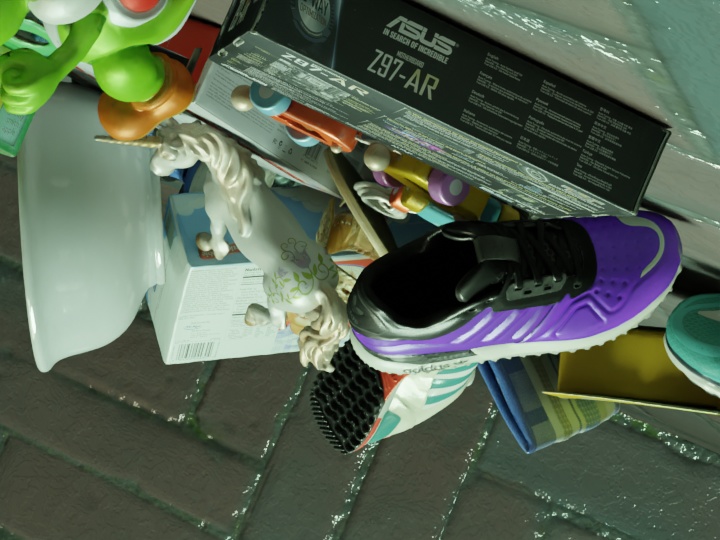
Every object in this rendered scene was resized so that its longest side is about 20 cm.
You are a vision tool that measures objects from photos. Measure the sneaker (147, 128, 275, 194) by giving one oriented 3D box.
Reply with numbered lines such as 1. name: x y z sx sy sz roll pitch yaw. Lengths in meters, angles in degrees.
1. sneaker: -0.129 -0.085 1.557 0.110 0.077 0.200 20 -163 5

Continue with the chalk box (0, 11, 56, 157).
1. chalk box: -0.253 -0.151 1.245 0.199 0.125 0.124 22 176 32

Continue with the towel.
1. towel: 0.122 0.052 1.504 0.148 0.024 0.200 64 -156 6

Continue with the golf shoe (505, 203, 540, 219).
1. golf shoe: 0.136 -0.010 1.371 0.087 0.078 0.200 -4 170 4

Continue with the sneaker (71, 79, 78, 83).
1. sneaker: -0.182 -0.102 1.666 0.087 0.076 0.201 18 -153 -21

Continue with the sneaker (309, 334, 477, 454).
1. sneaker: 0.049 0.045 1.377 0.093 0.200 0.071 -15 -116 -45

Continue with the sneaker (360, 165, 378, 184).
1. sneaker: 0.008 -0.034 1.570 0.073 0.083 0.200 21 172 21

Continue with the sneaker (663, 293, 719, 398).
1. sneaker: 0.278 0.048 1.296 0.199 0.078 0.080 16 153 34

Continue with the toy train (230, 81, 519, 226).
1. toy train: 0.021 -0.073 1.224 0.149 0.056 0.200 25 175 27

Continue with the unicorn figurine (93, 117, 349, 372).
1. unicorn figurine: -0.073 -0.029 1.340 0.199 0.074 0.137 37 161 2

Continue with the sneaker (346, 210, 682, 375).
1. sneaker: 0.086 0.004 1.179 0.198 0.070 0.100 -16 155 1

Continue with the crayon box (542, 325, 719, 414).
1. crayon box: 0.216 0.067 1.444 0.126 0.051 0.200 5 -179 23

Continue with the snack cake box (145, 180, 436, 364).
1. snack cake box: -0.043 -0.001 1.488 0.198 0.068 0.115 -5 143 -20

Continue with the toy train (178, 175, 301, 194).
1. toy train: -0.064 -0.039 1.722 0.199 0.115 0.085 22 177 25

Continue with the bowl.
1. bowl: -0.177 -0.036 1.398 0.089 0.203 0.201 -4 179 -6

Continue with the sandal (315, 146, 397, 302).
1. sandal: 0.002 0.004 1.401 0.212 0.069 0.078 49 -164 -50

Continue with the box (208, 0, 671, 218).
1. box: 0.032 -0.085 1.014 0.199 0.044 0.160 25 176 -10

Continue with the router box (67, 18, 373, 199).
1. router box: -0.113 -0.122 1.369 0.178 0.049 0.200 22 176 32

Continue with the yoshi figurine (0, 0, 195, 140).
1. yoshi figurine: -0.163 -0.135 1.077 0.112 0.113 0.200 29 176 22
